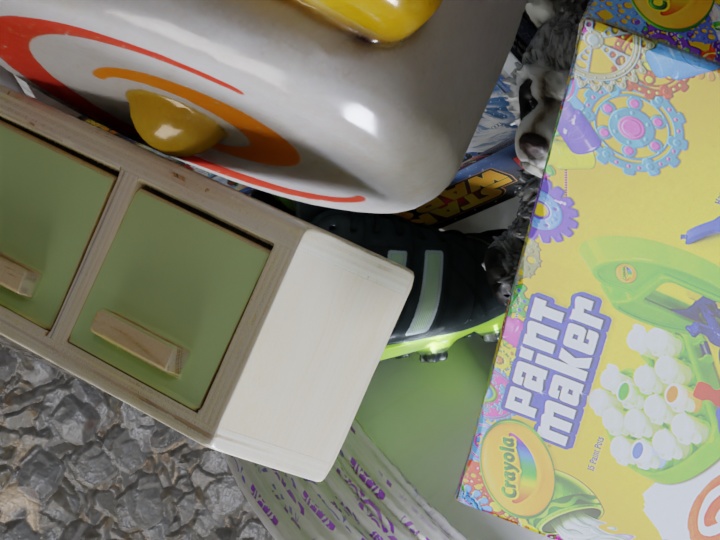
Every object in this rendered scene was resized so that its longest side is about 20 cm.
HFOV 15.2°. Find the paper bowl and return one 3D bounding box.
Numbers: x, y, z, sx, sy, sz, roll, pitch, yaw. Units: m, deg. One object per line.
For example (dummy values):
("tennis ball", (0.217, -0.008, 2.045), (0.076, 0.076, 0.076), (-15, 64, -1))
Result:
("paper bowl", (0.044, 0.089, 1.166), (0.201, 0.104, 0.201), (41, -166, -13))

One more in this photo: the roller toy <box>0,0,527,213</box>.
("roller toy", (-0.035, -0.101, 0.866), (0.199, 0.140, 0.182), (16, 168, 30))

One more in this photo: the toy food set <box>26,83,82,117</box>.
("toy food set", (-0.106, -0.070, 1.187), (0.144, 0.060, 0.200), (57, -175, 31))

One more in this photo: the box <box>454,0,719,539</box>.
("box", (0.150, 0.000, 0.795), (0.192, 0.122, 0.200), (21, 136, 8))

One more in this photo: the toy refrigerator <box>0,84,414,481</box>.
("toy refrigerator", (-0.086, -0.006, 0.896), (0.200, 0.076, 0.070), (25, -179, 37))

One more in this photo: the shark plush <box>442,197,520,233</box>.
("shark plush", (0.108, -0.039, 1.203), (0.199, 0.091, 0.083), (-2, -176, 15))

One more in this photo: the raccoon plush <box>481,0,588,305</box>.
("raccoon plush", (0.108, -0.058, 1.047), (0.096, 0.135, 0.200), (10, -159, 16))

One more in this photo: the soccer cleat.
("soccer cleat", (0.000, 0.000, 1.061), (0.200, 0.081, 0.067), (-17, -172, -39))

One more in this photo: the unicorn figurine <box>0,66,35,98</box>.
("unicorn figurine", (-0.166, -0.055, 1.162), (0.074, 0.138, 0.201), (-2, 129, 17))

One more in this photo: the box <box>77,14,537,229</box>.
("box", (-0.018, -0.048, 1.076), (0.199, 0.040, 0.137), (-23, 151, 17))
